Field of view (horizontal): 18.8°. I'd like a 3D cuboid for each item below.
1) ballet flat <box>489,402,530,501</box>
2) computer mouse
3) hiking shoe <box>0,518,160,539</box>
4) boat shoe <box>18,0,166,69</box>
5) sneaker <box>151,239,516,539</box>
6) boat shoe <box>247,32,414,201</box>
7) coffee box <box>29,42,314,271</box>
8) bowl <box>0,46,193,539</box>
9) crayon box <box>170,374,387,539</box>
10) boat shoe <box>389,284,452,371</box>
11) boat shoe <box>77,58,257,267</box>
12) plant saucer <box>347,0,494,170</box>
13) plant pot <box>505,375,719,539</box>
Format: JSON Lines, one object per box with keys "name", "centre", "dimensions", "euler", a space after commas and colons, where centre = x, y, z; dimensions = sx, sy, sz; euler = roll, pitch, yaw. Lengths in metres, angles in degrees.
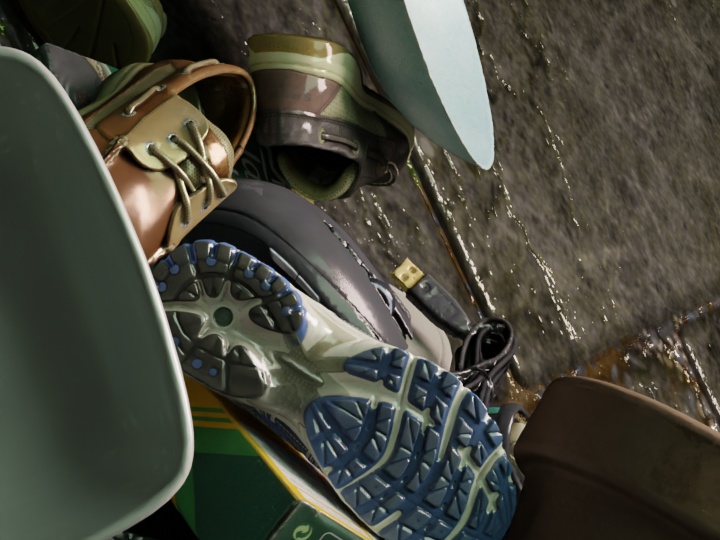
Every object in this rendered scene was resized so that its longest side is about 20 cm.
{"name": "ballet flat", "centre": [0.126, 0.146, 1.297], "dimensions": [0.200, 0.073, 0.073], "euler": [46, 35, -25]}
{"name": "computer mouse", "centre": [0.000, 0.000, 1.096], "dimensions": [0.199, 0.046, 0.140], "euler": [36, 22, 5]}
{"name": "hiking shoe", "centre": [-0.113, 0.158, 0.958], "dimensions": [0.200, 0.074, 0.087], "euler": [25, 76, -54]}
{"name": "boat shoe", "centre": [-0.167, -0.193, 1.128], "dimensions": [0.201, 0.073, 0.063], "euler": [55, 25, -17]}
{"name": "sneaker", "centre": [-0.011, 0.055, 0.995], "dimensions": [0.200, 0.077, 0.085], "euler": [40, -4, -5]}
{"name": "boat shoe", "centre": [-0.021, -0.070, 1.159], "dimensions": [0.201, 0.071, 0.067], "euler": [45, 57, -72]}
{"name": "coffee box", "centre": [-0.096, -0.035, 1.132], "dimensions": [0.199, 0.044, 0.124], "euler": [20, 50, -49]}
{"name": "bowl", "centre": [-0.173, 0.030, 0.854], "dimensions": [0.075, 0.199, 0.201], "euler": [49, 20, -85]}
{"name": "crayon box", "centre": [-0.042, 0.105, 1.036], "dimensions": [0.126, 0.052, 0.200], "euler": [36, 5, -35]}
{"name": "boat shoe", "centre": [0.008, 0.066, 1.127], "dimensions": [0.074, 0.060, 0.200], "euler": [34, 15, -13]}
{"name": "boat shoe", "centre": [-0.096, -0.051, 1.001], "dimensions": [0.200, 0.073, 0.076], "euler": [-71, 143, -58]}
{"name": "plant saucer", "centre": [0.022, -0.145, 1.164], "dimensions": [0.201, 0.038, 0.203], "euler": [-17, 90, -77]}
{"name": "plant pot", "centre": [0.130, 0.174, 1.008], "dimensions": [0.200, 0.200, 0.175], "euler": [41, 75, -31]}
